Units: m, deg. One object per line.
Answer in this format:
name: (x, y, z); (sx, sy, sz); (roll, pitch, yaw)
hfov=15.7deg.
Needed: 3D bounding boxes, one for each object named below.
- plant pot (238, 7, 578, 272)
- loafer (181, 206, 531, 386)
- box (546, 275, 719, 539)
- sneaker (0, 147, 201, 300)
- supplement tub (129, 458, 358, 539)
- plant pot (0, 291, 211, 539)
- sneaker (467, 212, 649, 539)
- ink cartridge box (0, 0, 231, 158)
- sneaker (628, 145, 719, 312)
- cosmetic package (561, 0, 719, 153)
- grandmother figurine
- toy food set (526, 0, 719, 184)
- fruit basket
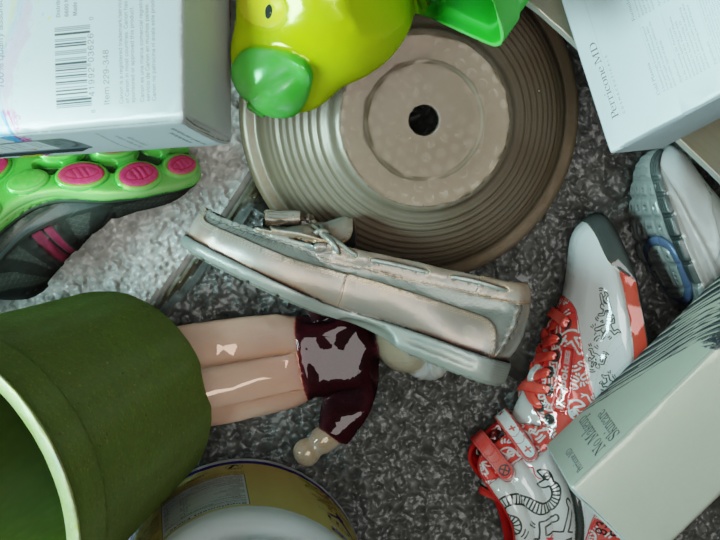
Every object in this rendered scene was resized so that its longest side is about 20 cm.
plant pot: (0.030, -0.089, 1.493); (0.199, 0.093, 0.202); (-1, 97, -4)
loafer: (0.000, 0.000, 1.472); (0.199, 0.072, 0.063); (24, 94, 1)
box: (0.202, 0.063, 1.468); (0.200, 0.082, 0.068); (-45, 105, 4)
sneaker: (-0.188, -0.033, 1.498); (0.199, 0.084, 0.077); (-19, 57, -14)
supplement tub: (-0.062, 0.193, 1.467); (0.144, 0.200, 0.146); (-1, 98, -5)
plant pot: (-0.179, 0.097, 1.423); (0.199, 0.190, 0.201); (10, 111, 28)
sneaker: (0.114, 0.073, 1.534); (0.107, 0.067, 0.203); (-10, 101, -6)
ink cartridge box: (-0.174, -0.138, 1.418); (0.199, 0.086, 0.149); (-3, 83, 18)
sneaker: (0.228, 0.005, 1.543); (0.087, 0.074, 0.200); (-37, 107, -10)
cosmetic package: (0.169, -0.183, 1.393); (0.052, 0.150, 0.201); (-7, 76, -44)
grandmother figurine: (-0.034, 0.054, 1.525); (0.199, 0.061, 0.122); (-12, 107, -1)
toy food set: (0.181, -0.141, 1.505); (0.200, 0.060, 0.144); (42, 66, -6)
fruit basket: (-0.004, -0.185, 1.401); (0.215, 0.216, 0.156); (-23, 125, -2)
